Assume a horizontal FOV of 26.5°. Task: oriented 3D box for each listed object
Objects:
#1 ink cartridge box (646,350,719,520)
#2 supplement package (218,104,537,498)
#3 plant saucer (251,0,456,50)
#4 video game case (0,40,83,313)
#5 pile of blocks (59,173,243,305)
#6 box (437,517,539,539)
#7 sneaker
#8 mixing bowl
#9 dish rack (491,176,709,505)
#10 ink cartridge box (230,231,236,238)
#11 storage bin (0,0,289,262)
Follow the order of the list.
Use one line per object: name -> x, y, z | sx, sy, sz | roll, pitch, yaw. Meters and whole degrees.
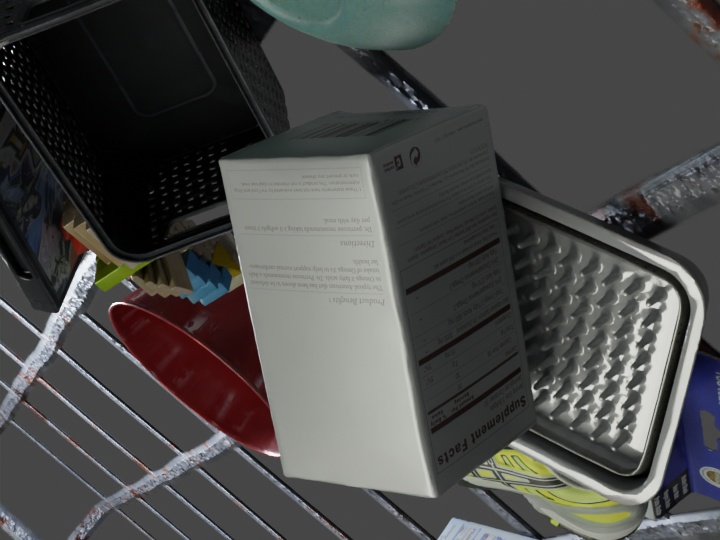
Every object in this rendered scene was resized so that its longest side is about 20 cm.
ink cartridge box -> 0.162, 0.094, 1.034 | 0.199, 0.041, 0.200 | 22, 153, 30
supplement package -> 0.014, 0.015, 0.893 | 0.116, 0.117, 0.201 | 2, 109, 38
plant saucer -> -0.040, -0.183, 0.824 | 0.200, 0.039, 0.201 | 32, 158, 15
video game case -> -0.208, -0.101, 1.053 | 0.025, 0.201, 0.181 | 9, 151, 13
pile of blocks -> -0.150, -0.003, 1.094 | 0.200, 0.062, 0.082 | 25, -141, -57
box -> 0.167, 0.346, 1.458 | 0.184, 0.105, 0.200 | 49, 157, -24
sneaker -> 0.102, 0.109, 1.018 | 0.199, 0.076, 0.077 | 20, 147, 10
mixing bowl -> -0.108, 0.057, 1.323 | 0.200, 0.109, 0.200 | 32, 158, 14
dish rack -> 0.115, 0.032, 0.925 | 0.199, 0.043, 0.173 | 26, 124, 30
ink cartridge box -> 0.000, 0.000, 1.111 | 0.199, 0.050, 0.109 | 14, 148, 48
storage bin -> -0.132, -0.115, 0.946 | 0.200, 0.134, 0.094 | 62, -168, -47
